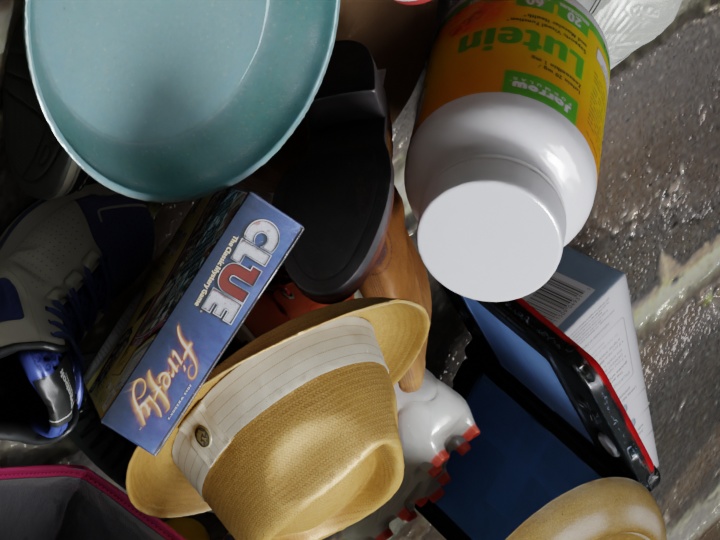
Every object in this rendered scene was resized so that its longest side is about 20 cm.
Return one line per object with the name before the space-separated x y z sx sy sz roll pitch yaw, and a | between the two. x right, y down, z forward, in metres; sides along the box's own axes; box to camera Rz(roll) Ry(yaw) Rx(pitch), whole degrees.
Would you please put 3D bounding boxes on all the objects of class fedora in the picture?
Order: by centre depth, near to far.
fedora | -0.031 0.098 1.429 0.200 0.082 0.201 -28 158 -12

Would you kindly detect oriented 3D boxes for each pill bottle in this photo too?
pill bottle | 0.085 -0.073 1.527 0.200 0.111 0.111 -77 166 -53

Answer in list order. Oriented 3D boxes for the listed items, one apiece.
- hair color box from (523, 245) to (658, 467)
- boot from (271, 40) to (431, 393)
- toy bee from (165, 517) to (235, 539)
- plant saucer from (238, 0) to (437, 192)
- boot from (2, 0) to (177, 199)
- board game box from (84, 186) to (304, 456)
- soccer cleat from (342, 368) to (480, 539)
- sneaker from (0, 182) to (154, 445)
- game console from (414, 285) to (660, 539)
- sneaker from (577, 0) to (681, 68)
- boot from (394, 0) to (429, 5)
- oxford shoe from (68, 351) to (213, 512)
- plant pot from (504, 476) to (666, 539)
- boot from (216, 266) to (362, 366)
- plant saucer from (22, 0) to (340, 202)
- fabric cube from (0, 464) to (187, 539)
hair color box | 0.149 0.091 1.858 0.099 0.061 0.200 -42 138 -26
boot | 0.000 0.000 1.512 0.068 0.189 0.200 -11 134 4
toy bee | -0.064 0.175 1.619 0.131 0.200 0.109 13 83 -13
plant saucer | -0.020 -0.136 1.535 0.200 0.029 0.201 -30 133 -39
boot | -0.101 -0.133 1.390 0.153 0.073 0.204 2 106 -46
board game box | -0.091 0.020 1.374 0.035 0.200 0.136 33 89 -9
soccer cleat | 0.021 0.115 1.686 0.069 0.078 0.200 -35 166 -28
sneaker | -0.171 0.037 1.381 0.199 0.115 0.081 -32 135 -36
game console | 0.084 0.101 1.673 0.119 0.200 0.173 -39 131 -9
sneaker | 0.117 -0.140 1.678 0.200 0.072 0.072 -36 121 -12
boot | 0.071 -0.200 1.544 0.144 0.072 0.200 71 36 -48
oxford shoe | -0.108 0.098 1.539 0.200 0.084 0.073 32 91 -35
plant pot | 0.121 0.217 1.603 0.200 0.027 0.200 -30 139 -29
boot | -0.054 0.027 1.569 0.200 0.075 0.107 46 62 -52
plant saucer | -0.095 -0.135 1.317 0.200 0.036 0.201 -14 111 -40
fabric cube | -0.185 0.240 1.406 0.200 0.196 0.200 2 115 -52
